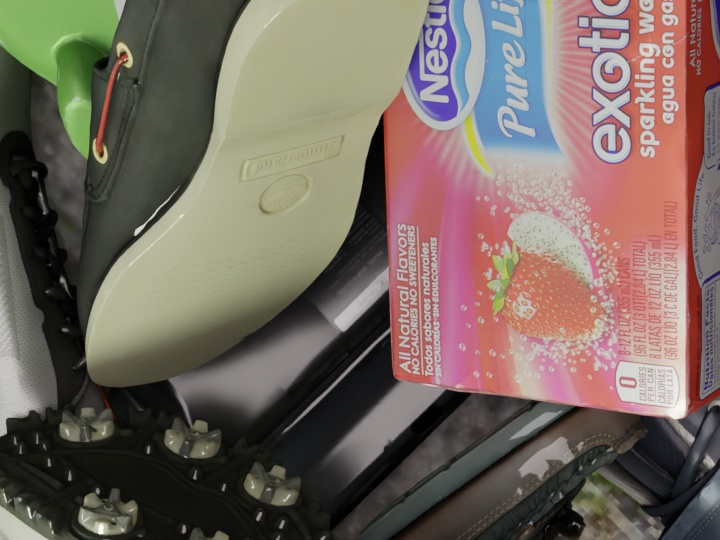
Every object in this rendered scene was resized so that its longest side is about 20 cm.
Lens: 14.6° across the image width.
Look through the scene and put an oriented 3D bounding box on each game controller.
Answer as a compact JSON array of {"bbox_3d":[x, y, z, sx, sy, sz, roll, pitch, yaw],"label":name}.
[{"bbox_3d":[0.000,0.000,0.892,0.200,0.042,0.104,-44,75,4],"label":"game controller"}]

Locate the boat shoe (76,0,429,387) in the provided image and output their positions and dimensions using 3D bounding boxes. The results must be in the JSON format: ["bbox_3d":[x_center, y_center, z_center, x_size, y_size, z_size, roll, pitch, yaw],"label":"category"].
[{"bbox_3d":[-0.039,-0.040,0.783,0.073,0.202,0.063,-13,59,-29],"label":"boat shoe"}]

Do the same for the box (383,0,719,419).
[{"bbox_3d":[0.067,-0.070,0.782,0.095,0.100,0.201,6,108,29],"label":"box"}]

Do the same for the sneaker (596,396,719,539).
[{"bbox_3d":[0.114,0.106,0.835,0.146,0.077,0.203,36,56,-1],"label":"sneaker"}]

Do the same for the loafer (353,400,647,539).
[{"bbox_3d":[0.019,0.105,0.854,0.200,0.072,0.063,-41,81,28],"label":"loafer"}]

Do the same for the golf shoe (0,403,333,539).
[{"bbox_3d":[-0.028,0.107,0.799,0.200,0.077,0.088,25,121,17],"label":"golf shoe"}]

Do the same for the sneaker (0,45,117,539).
[{"bbox_3d":[-0.110,0.011,0.869,0.079,0.074,0.201,3,91,11],"label":"sneaker"}]

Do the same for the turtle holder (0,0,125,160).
[{"bbox_3d":[-0.066,-0.137,0.817,0.141,0.132,0.185,-33,129,21],"label":"turtle holder"}]
